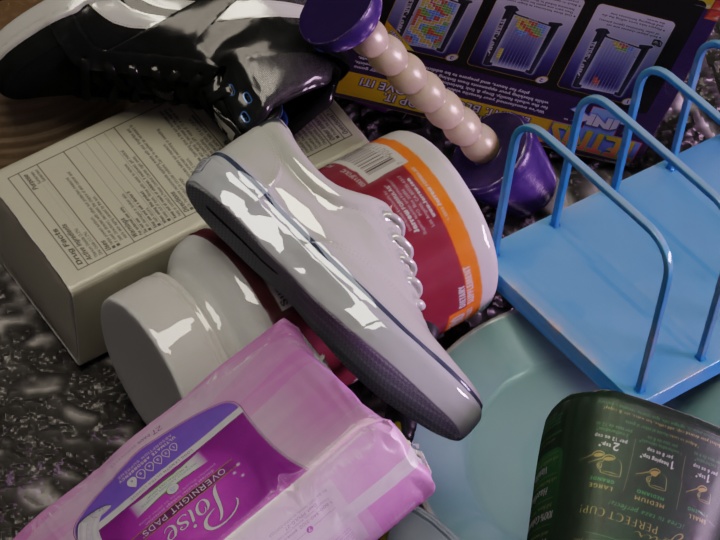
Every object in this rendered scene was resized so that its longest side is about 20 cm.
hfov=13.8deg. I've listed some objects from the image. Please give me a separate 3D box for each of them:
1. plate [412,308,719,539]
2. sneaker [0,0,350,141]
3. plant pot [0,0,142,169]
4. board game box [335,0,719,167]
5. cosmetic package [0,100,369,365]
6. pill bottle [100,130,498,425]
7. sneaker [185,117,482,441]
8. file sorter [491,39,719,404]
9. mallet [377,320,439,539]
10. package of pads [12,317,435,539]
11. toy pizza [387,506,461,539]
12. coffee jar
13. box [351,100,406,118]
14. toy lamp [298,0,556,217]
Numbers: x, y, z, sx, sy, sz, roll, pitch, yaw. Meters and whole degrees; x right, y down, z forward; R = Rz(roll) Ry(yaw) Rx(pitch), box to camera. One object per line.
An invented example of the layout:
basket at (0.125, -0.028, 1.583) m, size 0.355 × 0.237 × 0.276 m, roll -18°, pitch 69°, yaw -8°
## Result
plate at (0.124, 0.101, 1.631) m, size 0.199 × 0.026 × 0.201 m, roll 0°, pitch 52°, yaw 0°
sneaker at (-0.104, -0.108, 1.668) m, size 0.199 × 0.073 × 0.112 m, roll -18°, pitch 67°, yaw -6°
plant pot at (-0.210, -0.135, 1.769) m, size 0.200 × 0.093 × 0.201 m, roll 0°, pitch 53°, yaw 0°
board game box at (0.095, -0.151, 1.707) m, size 0.199 × 0.166 × 0.057 m, roll 13°, pitch 50°, yaw -12°
cosmetic package at (-0.103, -0.041, 1.708) m, size 0.200 × 0.073 × 0.104 m, roll -27°, pitch 56°, yaw -19°
pill bottle at (-0.034, 0.014, 1.640) m, size 0.200 × 0.114 × 0.114 m, roll -28°, pitch 57°, yaw -21°
sneaker at (0.000, 0.000, 1.552) m, size 0.071 × 0.073 × 0.200 m, roll -43°, pitch 86°, yaw -15°
file sorter at (0.190, -0.039, 1.657) m, size 0.200 × 0.123 × 0.139 m, roll -25°, pitch 54°, yaw -31°
mallet at (0.003, 0.112, 1.562) m, size 0.066 × 0.041 × 0.201 m, roll 1°, pitch 56°, yaw 7°
package of pads at (-0.072, 0.126, 1.511) m, size 0.200 × 0.076 × 0.120 m, roll -39°, pitch 38°, yaw -8°
toy pizza at (-0.025, 0.197, 1.550) m, size 0.199 × 0.032 × 0.201 m, roll -1°, pitch 52°, yaw 1°
coffee jar at (0.125, 0.169, 1.513) m, size 0.104 × 0.085 × 0.201 m, roll 20°, pitch 66°, yaw -9°
box at (-0.053, -0.185, 1.797) m, size 0.199 × 0.036 × 0.143 m, roll 18°, pitch 51°, yaw -17°
toy lamp at (0.045, -0.095, 1.684) m, size 0.058 × 0.200 × 0.058 m, roll -22°, pitch 47°, yaw 26°
